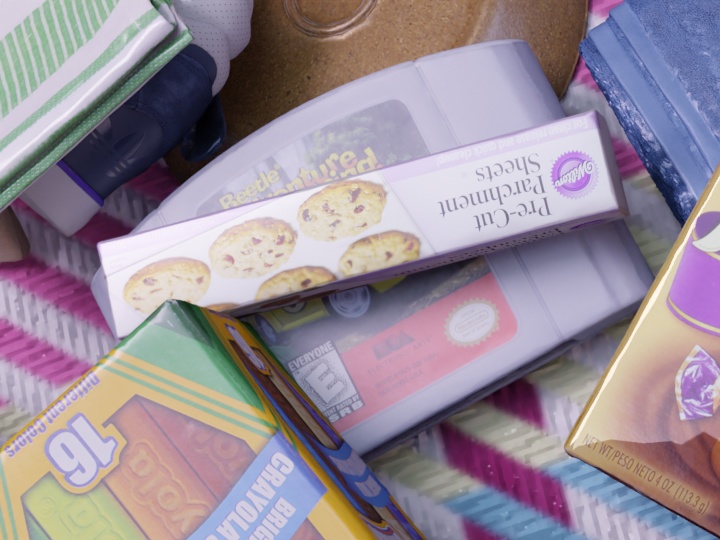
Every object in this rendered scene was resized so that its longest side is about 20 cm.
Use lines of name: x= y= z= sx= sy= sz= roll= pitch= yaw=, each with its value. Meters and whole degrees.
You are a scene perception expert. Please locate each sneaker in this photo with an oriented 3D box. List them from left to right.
sneaker: x=-0.117 y=-0.108 z=1.223 sx=0.147 sy=0.081 sz=0.200 roll=-48 pitch=39 yaw=-3

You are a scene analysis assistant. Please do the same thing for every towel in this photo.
towel: x=-0.155 y=-0.103 z=1.174 sx=0.152 sy=0.023 sz=0.200 roll=-42 pitch=45 yaw=10
towel: x=0.190 y=-0.098 z=1.135 sx=0.199 sy=0.049 sz=0.112 roll=-32 pitch=63 yaw=7

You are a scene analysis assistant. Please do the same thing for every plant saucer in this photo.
plant saucer: x=-0.006 y=-0.109 z=1.222 sx=0.199 sy=0.035 sz=0.201 roll=-8 pitch=66 yaw=18

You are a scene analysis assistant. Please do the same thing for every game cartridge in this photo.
game cartridge: x=0.000 y=0.000 z=1.155 sx=0.199 sy=0.041 sz=0.134 roll=-30 pitch=76 yaw=8

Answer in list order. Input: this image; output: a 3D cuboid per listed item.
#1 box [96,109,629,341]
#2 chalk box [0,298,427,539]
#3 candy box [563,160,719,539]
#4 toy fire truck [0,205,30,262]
box: x=0.000 y=-0.015 z=1.118 sx=0.199 sy=0.039 sz=0.042 roll=-14 pitch=84 yaw=10
chalk box: x=-0.037 y=0.127 z=1.069 sx=0.125 sy=0.124 sz=0.200 roll=-42 pitch=78 yaw=5
candy box: x=0.172 y=0.006 z=1.065 sx=0.116 sy=0.056 sz=0.201 roll=28 pitch=89 yaw=13
toy fire truck: x=-0.258 y=-0.017 z=1.213 sx=0.200 sy=0.176 sz=0.129 roll=-35 pitch=60 yaw=-12
